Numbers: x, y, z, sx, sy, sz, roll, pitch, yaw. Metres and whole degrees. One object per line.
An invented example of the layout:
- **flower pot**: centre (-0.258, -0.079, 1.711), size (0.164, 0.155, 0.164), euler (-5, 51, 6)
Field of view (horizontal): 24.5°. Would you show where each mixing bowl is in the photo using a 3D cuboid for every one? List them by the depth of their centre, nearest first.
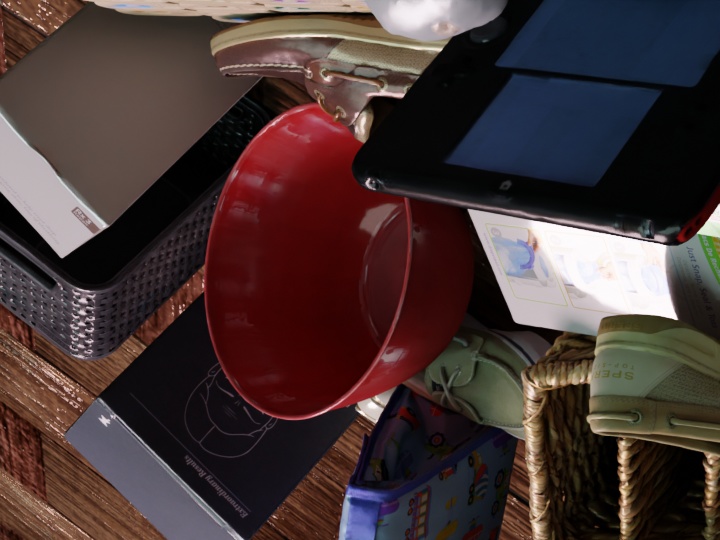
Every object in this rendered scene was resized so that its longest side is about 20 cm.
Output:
- **mixing bowl**: centre (0.000, 0.000, 1.070), size (0.108, 0.201, 0.200), euler (10, 174, -42)

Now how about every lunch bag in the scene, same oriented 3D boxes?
- **lunch bag**: centre (0.028, 0.180, 1.087), size (0.094, 0.200, 0.151), euler (15, 110, 16)

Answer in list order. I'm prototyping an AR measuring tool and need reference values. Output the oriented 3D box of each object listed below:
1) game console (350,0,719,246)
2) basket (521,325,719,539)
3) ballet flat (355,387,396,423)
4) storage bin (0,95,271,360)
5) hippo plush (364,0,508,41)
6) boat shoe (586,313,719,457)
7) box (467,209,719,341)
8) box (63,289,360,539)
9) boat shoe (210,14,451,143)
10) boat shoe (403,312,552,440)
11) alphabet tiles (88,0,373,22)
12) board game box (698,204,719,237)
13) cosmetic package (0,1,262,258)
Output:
- **game console**: centre (0.114, -0.090, 0.808), size (0.199, 0.177, 0.031), euler (12, 139, 41)
- **basket**: centre (0.193, 0.102, 0.974), size (0.142, 0.149, 0.200), euler (25, 143, 28)
- **ballet flat**: centre (0.005, 0.070, 1.200), size (0.200, 0.062, 0.067), euler (51, 137, 7)
- **storage bin**: centre (-0.169, -0.054, 1.151), size (0.135, 0.200, 0.094), euler (36, 148, 12)
- **hippo plush**: centre (0.078, -0.178, 0.759), size (0.159, 0.161, 0.200), euler (34, 148, 16)
- **boat shoe**: centre (0.194, 0.085, 0.845), size (0.200, 0.063, 0.073), euler (28, 159, -32)
- **box**: centre (0.172, -0.031, 0.872), size (0.199, 0.113, 0.102), euler (9, 136, 42)
- **box**: centre (-0.094, 0.096, 1.246), size (0.148, 0.200, 0.107), euler (45, 148, -2)
- **boat shoe**: centre (0.001, -0.110, 0.966), size (0.199, 0.072, 0.072), euler (4, 94, 23)
- **boat shoe**: centre (0.073, 0.072, 1.098), size (0.200, 0.062, 0.072), euler (23, 125, 61)
- **alphabet tiles**: centre (-0.052, -0.153, 0.927), size (0.195, 0.200, 0.015), euler (2, 94, 8)
- **board game box**: centre (0.143, -0.078, 0.829), size (0.199, 0.135, 0.029), euler (12, 137, 40)
- **cosmetic package**: centre (-0.149, -0.117, 1.055), size (0.113, 0.200, 0.081), euler (50, 148, -10)
